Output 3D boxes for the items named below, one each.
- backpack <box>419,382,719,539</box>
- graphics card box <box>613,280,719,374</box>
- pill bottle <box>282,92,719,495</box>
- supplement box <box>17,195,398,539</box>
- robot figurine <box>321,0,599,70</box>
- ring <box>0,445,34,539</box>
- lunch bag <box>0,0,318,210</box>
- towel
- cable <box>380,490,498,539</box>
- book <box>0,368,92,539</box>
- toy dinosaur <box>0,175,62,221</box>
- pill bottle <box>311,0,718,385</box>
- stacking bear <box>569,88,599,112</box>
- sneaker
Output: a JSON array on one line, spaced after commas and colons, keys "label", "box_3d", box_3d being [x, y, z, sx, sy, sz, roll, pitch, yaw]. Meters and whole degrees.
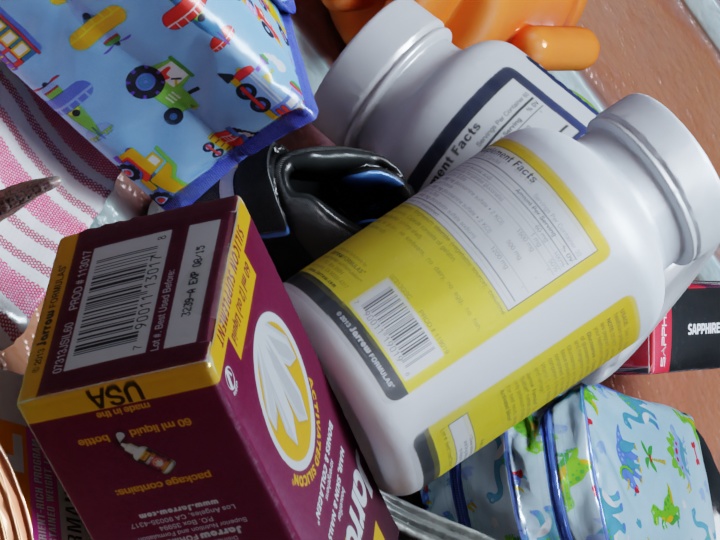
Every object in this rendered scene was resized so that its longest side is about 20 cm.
[{"label": "backpack", "box_3d": [0.112, 0.130, 1.400, 0.200, 0.154, 0.163, 15, 64, -37]}, {"label": "graphics card box", "box_3d": [0.153, 0.031, 1.511, 0.200, 0.125, 0.051, 1, 89, -56]}, {"label": "pill bottle", "box_3d": [0.065, 0.005, 1.219, 0.200, 0.112, 0.112, -33, 104, -13]}, {"label": "supplement box", "box_3d": [-0.058, 0.084, 1.127, 0.110, 0.086, 0.200, -82, 154, -51]}, {"label": "robot figurine", "box_3d": [0.055, -0.167, 1.494, 0.200, 0.144, 0.117, -14, 104, -60]}, {"label": "ring", "box_3d": [-0.208, 0.109, 0.955, 0.200, 0.019, 0.201, 10, 70, -29]}, {"label": "lunch bag", "box_3d": [-0.099, -0.150, 1.243, 0.151, 0.094, 0.200, 44, 27, -28]}, {"label": "towel", "box_3d": [-0.160, -0.076, 1.192, 0.146, 0.030, 0.200, 55, 34, -21]}, {"label": "cable", "box_3d": [0.008, 0.128, 1.267, 0.200, 0.097, 0.050, 41, 53, -32]}, {"label": "book", "box_3d": [-0.158, 0.106, 1.076, 0.200, 0.048, 0.134, 21, 56, -55]}, {"label": "toy dinosaur", "box_3d": [-0.212, -0.027, 0.974, 0.136, 0.200, 0.086, -29, 135, -56]}, {"label": "pill bottle", "box_3d": [0.074, -0.045, 1.347, 0.200, 0.111, 0.111, 40, 30, 11]}, {"label": "stacking bear", "box_3d": [0.099, -0.051, 1.505, 0.200, 0.121, 0.114, -11, 99, -69]}, {"label": "sneaker", "box_3d": [0.000, 0.000, 1.311, 0.200, 0.112, 0.073, 27, 50, -47]}]
